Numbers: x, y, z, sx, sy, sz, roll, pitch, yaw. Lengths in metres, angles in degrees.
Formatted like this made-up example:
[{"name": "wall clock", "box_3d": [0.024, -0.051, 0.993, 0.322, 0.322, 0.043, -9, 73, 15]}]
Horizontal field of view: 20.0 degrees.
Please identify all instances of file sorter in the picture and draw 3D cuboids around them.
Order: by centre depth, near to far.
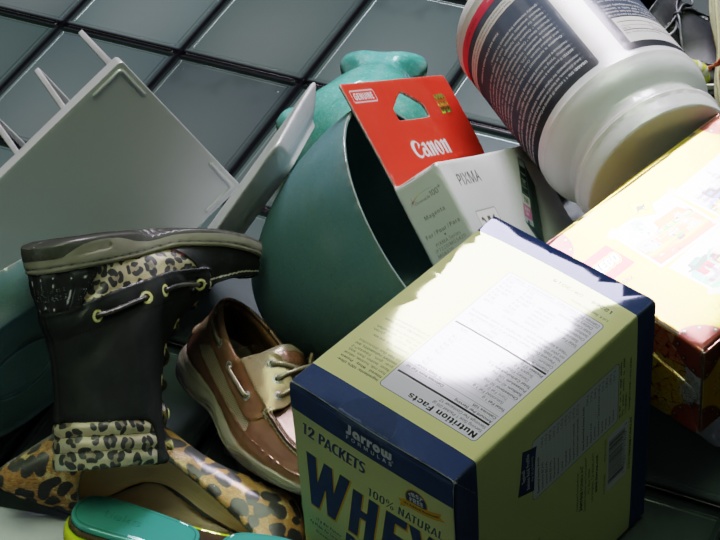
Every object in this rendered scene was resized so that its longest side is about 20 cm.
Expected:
[{"name": "file sorter", "box_3d": [-0.221, -0.060, 1.516, 0.200, 0.139, 0.125, -44, 34, 0]}]

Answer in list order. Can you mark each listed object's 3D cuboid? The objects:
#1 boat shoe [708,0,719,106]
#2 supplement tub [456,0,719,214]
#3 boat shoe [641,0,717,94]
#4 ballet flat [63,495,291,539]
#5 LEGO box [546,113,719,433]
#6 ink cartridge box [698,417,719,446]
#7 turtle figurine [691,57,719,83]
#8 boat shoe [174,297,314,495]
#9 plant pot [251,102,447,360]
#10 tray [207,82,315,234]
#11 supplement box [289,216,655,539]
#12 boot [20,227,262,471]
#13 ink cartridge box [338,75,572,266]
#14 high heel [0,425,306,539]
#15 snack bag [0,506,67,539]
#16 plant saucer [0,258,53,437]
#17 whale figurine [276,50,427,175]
[{"name": "boat shoe", "box_3d": [0.329, -0.176, 1.675, 0.073, 0.067, 0.202, -5, 63, -9]}, {"name": "supplement tub", "box_3d": [0.173, -0.139, 1.534, 0.139, 0.141, 0.201, -20, 52, -17]}, {"name": "boat shoe", "box_3d": [0.264, -0.205, 1.756, 0.199, 0.063, 0.075, 23, 48, 24]}, {"name": "ballet flat", "box_3d": [-0.101, 0.199, 1.316, 0.198, 0.068, 0.067, 13, 27, 17]}, {"name": "LEGO box", "box_3d": [0.238, -0.003, 1.392, 0.199, 0.078, 0.149, -35, 49, -28]}, {"name": "ink cartridge box", "box_3d": [0.285, 0.018, 1.486, 0.199, 0.086, 0.146, -31, 48, -28]}, {"name": "turtle figurine", "box_3d": [0.210, -0.149, 1.664, 0.199, 0.065, 0.162, 2, 46, 41]}, {"name": "boat shoe", "box_3d": [-0.061, 0.086, 1.404, 0.075, 0.072, 0.200, 6, 26, -43]}, {"name": "plant pot", "box_3d": [0.000, 0.000, 1.477, 0.134, 0.200, 0.201, -31, 35, 24]}, {"name": "tray", "box_3d": [-0.090, -0.044, 1.522, 0.022, 0.200, 0.108, 34, 34, -7]}, {"name": "supplement box", "box_3d": [0.075, 0.116, 1.307, 0.134, 0.201, 0.199, 29, 50, 33]}, {"name": "boot", "box_3d": [-0.141, 0.051, 1.371, 0.073, 0.155, 0.203, -6, -1, 39]}, {"name": "ink cartridge box", "box_3d": [0.079, -0.074, 1.498, 0.043, 0.175, 0.200, -29, -6, 25]}, {"name": "high heel", "box_3d": [-0.139, 0.160, 1.365, 0.198, 0.072, 0.143, -4, 34, -17]}, {"name": "snack bag", "box_3d": [-0.260, 0.226, 1.349, 0.187, 0.022, 0.201, 8, 43, 15]}, {"name": "plant saucer", "box_3d": [-0.240, 0.061, 1.411, 0.199, 0.201, 0.027, -33, 68, -28]}, {"name": "whale figurine", "box_3d": [0.008, -0.130, 1.662, 0.158, 0.104, 0.201, 3, 42, 9]}]
